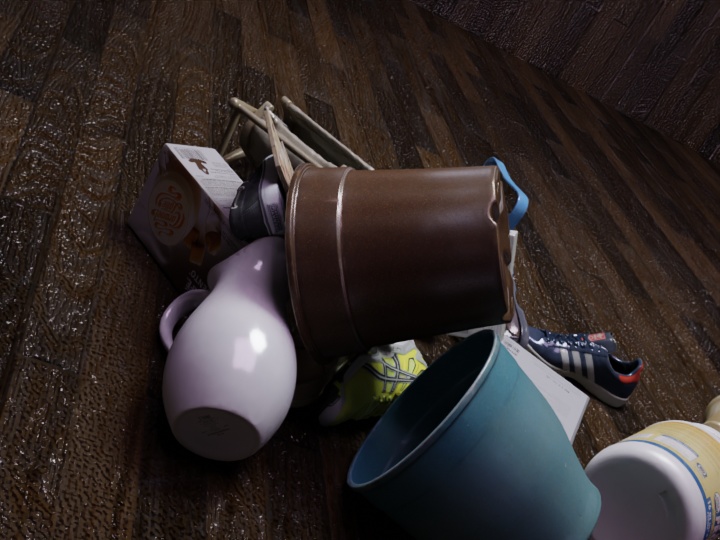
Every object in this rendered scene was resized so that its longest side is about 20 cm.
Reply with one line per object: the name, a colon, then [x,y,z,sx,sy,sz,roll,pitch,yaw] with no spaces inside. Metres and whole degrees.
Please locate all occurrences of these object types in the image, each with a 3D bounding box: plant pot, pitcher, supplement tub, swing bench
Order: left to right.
pitcher: [-0.136,0.079,0.932,0.122,0.169,0.202,50,32,-34]
swing bench: [-0.081,-0.137,1.363,0.198,0.131,0.199,39,25,16]
plant pot: [0.047,-0.016,0.964,0.195,0.204,0.201,-6,21,14]
plant pot: [0.120,0.195,0.938,0.188,0.200,0.200,45,24,-6]
supplement tub: [0.351,0.253,1.126,0.145,0.146,0.198,44,28,27]

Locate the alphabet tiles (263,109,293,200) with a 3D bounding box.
alphabet tiles: [-0.066,-0.065,1.056,0.007,0.202,0.169,-17,43,2]

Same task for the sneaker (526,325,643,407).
sneaker: [0.316,0.112,1.414,0.198,0.085,0.075,28,25,-8]

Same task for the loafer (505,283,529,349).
loafer: [0.187,0.043,1.415,0.062,0.072,0.201,15,32,-21]

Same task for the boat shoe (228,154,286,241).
boat shoe: [-0.104,-0.078,1.038,0.056,0.070,0.200,-16,15,2]

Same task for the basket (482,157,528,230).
basket: [0.154,-0.047,1.370,0.138,0.201,0.177,31,17,-17]

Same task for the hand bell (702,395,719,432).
hand bell: [0.480,0.248,1.380,0.198,0.105,0.104,-12,48,-40]

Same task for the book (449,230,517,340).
book: [0.085,0.004,1.203,0.197,0.136,0.048,11,15,16]

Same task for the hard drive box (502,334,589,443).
hard drive box: [0.175,0.168,1.160,0.155,0.077,0.200,36,25,10]

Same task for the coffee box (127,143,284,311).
coffee box: [-0.165,-0.036,1.103,0.079,0.115,0.200,0,41,-50]

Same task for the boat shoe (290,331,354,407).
boat shoe: [-0.047,0.087,1.069,0.072,0.065,0.199,38,26,14]

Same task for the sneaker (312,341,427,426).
sneaker: [0.023,0.127,1.070,0.077,0.076,0.199,47,34,12]
